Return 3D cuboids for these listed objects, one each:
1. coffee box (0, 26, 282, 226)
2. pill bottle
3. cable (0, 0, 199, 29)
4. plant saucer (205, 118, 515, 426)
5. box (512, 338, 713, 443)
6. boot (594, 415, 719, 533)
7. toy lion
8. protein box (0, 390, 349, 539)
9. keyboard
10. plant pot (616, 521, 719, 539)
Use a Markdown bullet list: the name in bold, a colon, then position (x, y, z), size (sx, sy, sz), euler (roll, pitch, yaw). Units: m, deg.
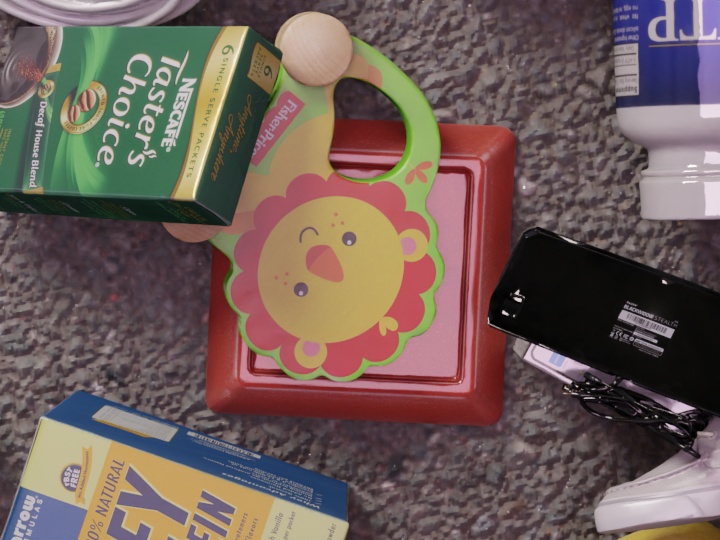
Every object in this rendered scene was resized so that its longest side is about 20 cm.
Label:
- **coffee box**: position (-0.151, -0.094, 1.609), size (0.200, 0.044, 0.123), euler (6, 70, 36)
- **pill bottle**: position (0.223, -0.134, 1.641), size (0.119, 0.120, 0.201), euler (-2, 92, 0)
- **cable**: position (-0.173, -0.239, 1.609), size (0.199, 0.069, 0.200), euler (-3, 136, 13)
- **plant saucer**: position (0.000, 0.000, 1.686), size (0.199, 0.037, 0.201), euler (3, 91, -1)
- **box**: position (0.201, 0.075, 1.649), size (0.200, 0.117, 0.060), euler (28, 91, -2)
- **boot**: position (0.233, 0.099, 1.568), size (0.199, 0.074, 0.096), euler (-13, 81, 0)
- **toy lion**: position (-0.020, -0.038, 1.641), size (0.192, 0.069, 0.200), euler (38, 91, -8)
- **protein box**: position (-0.119, 0.176, 1.608), size (0.198, 0.200, 0.135), euler (19, 92, -1)
- **keyboard**: position (0.170, 0.051, 1.561), size (0.200, 0.040, 0.104), euler (22, 68, 22)
- **plant pot**: position (0.203, 0.244, 1.635), size (0.200, 0.200, 0.142), euler (-21, 66, 0)
